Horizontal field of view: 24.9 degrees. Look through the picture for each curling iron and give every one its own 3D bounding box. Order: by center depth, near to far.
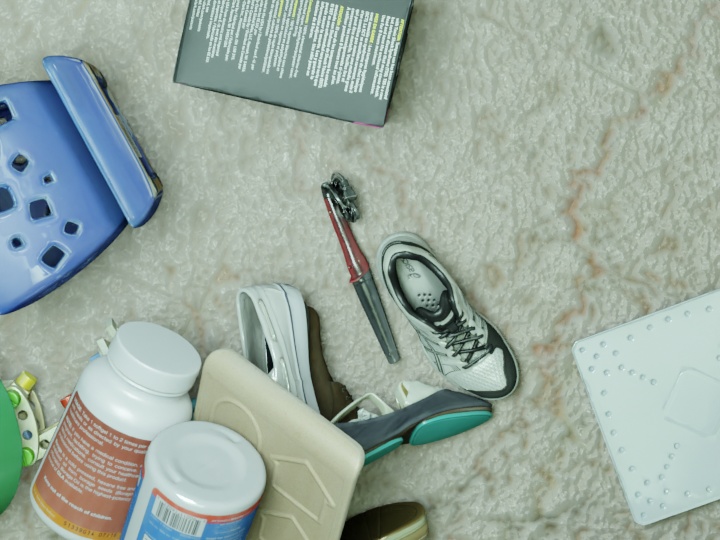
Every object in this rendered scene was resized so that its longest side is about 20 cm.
[{"bbox_3d":[0.000,0.000,1.614,0.026,0.050,0.200,-20,101,-16],"label":"curling iron"}]

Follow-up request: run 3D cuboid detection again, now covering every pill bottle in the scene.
[{"bbox_3d":[-0.163,0.244,1.497,0.112,0.112,0.200,21,126,-1],"label":"pill bottle"},{"bbox_3d":[-0.226,0.152,1.530,0.112,0.112,0.200,27,113,-1],"label":"pill bottle"}]

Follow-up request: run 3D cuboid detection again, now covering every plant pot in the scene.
[{"bbox_3d":[-0.297,-0.091,1.536,0.180,0.200,0.200,-29,95,-2],"label":"plant pot"}]

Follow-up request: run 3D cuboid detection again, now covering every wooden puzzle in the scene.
[{"bbox_3d":[-0.082,0.190,1.513,0.185,0.046,0.200,34,127,24],"label":"wooden puzzle"}]

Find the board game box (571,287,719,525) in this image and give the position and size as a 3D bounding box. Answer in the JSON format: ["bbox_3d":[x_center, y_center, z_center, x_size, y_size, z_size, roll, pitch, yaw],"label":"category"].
[{"bbox_3d":[0.335,0.129,1.627,0.200,0.026,0.200,-21,97,5],"label":"board game box"}]

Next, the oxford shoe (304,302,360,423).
[{"bbox_3d":[-0.043,0.129,1.630,0.084,0.073,0.201,-4,91,-26],"label":"oxford shoe"}]

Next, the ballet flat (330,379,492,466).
[{"bbox_3d":[0.036,0.145,1.599,0.200,0.073,0.073,-18,97,-25],"label":"ballet flat"}]

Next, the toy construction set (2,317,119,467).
[{"bbox_3d":[-0.287,0.128,1.624,0.200,0.092,0.131,-29,95,16],"label":"toy construction set"}]

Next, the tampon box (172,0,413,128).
[{"bbox_3d":[-0.059,-0.216,1.535,0.200,0.150,0.127,13,97,1],"label":"tampon box"}]

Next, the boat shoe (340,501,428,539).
[{"bbox_3d":[-0.014,0.302,1.646,0.200,0.074,0.066,-28,108,7],"label":"boat shoe"}]

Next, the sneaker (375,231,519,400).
[{"bbox_3d":[0.081,0.053,1.597,0.076,0.088,0.200,-40,96,5],"label":"sneaker"}]

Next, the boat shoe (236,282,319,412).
[{"bbox_3d":[-0.083,0.110,1.555,0.066,0.072,0.201,1,81,-36],"label":"boat shoe"}]

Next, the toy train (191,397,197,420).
[{"bbox_3d":[-0.120,0.203,1.618,0.150,0.056,0.200,-12,99,40],"label":"toy train"}]

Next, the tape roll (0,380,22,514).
[{"bbox_3d":[-0.418,0.162,1.600,0.200,0.048,0.201,9,106,33],"label":"tape roll"}]
